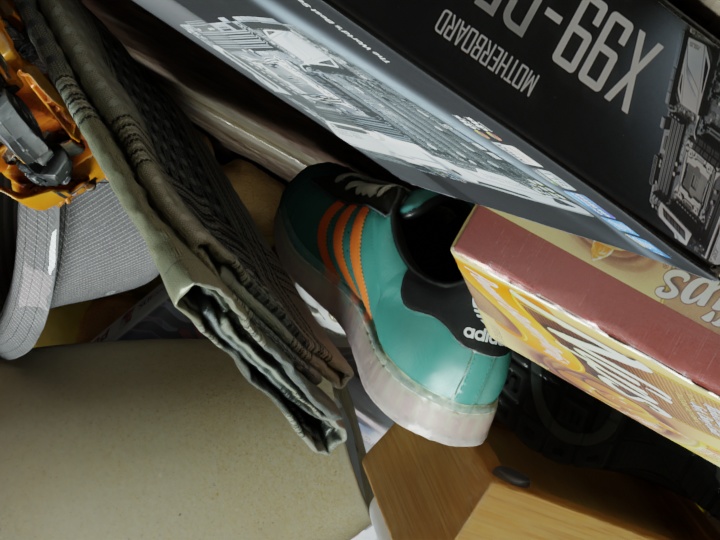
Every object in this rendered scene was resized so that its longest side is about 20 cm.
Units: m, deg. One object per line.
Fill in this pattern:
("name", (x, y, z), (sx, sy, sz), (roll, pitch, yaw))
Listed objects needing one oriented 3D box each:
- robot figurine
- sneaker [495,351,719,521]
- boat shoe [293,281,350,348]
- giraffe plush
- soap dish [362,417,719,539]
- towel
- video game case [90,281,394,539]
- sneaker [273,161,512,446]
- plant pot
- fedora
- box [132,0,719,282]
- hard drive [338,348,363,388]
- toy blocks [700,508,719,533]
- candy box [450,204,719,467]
("robot figurine", (-0.162, -0.085, 1.012), (0.146, 0.058, 0.200), (58, -177, 9))
("sneaker", (0.131, 0.067, 1.102), (0.199, 0.076, 0.091), (31, -179, 6))
("boat shoe", (0.000, 0.000, 1.222), (0.069, 0.071, 0.200), (50, 171, -23))
("giraffe plush", (-0.134, 0.001, 1.373), (0.172, 0.163, 0.200), (31, 174, -27))
("soap dish", (0.090, 0.125, 1.106), (0.156, 0.082, 0.200), (20, -171, -11))
("towel", (-0.072, -0.030, 1.021), (0.201, 0.034, 0.193), (60, -177, 29))
("video game case", (-0.072, 0.098, 1.336), (0.200, 0.023, 0.182), (37, 130, -20))
("sneaker", (0.022, -0.008, 1.033), (0.071, 0.080, 0.200), (13, -157, -28))
("plant pot", (-0.098, 0.111, 1.234), (0.199, 0.189, 0.187), (-15, 169, 4))
("fedora", (-0.145, -0.045, 1.211), (0.090, 0.178, 0.200), (1, 172, -19))
("box", (-0.013, -0.077, 0.580), (0.199, 0.050, 0.157), (32, 175, -30))
("hard drive", (0.055, 0.083, 1.330), (0.139, 0.038, 0.200), (-6, 136, 37))
("toy blocks", (0.219, 0.154, 1.290), (0.199, 0.101, 0.136), (28, -156, 26))
("candy box", (0.099, 0.015, 0.833), (0.115, 0.056, 0.200), (29, 174, 10))
